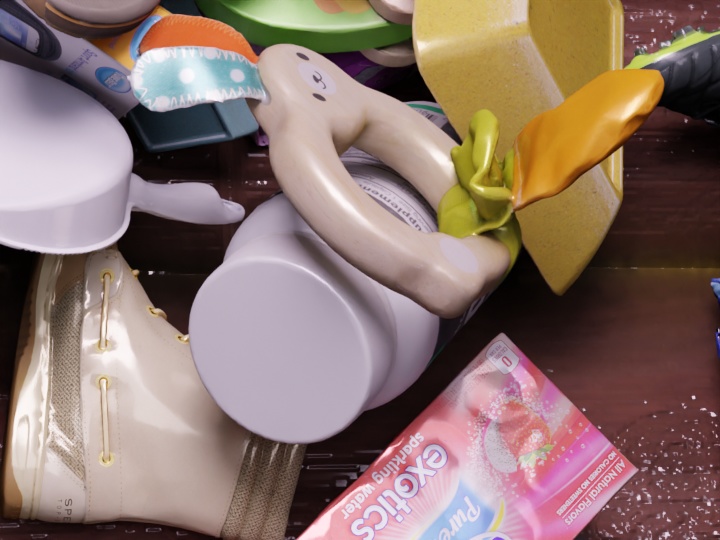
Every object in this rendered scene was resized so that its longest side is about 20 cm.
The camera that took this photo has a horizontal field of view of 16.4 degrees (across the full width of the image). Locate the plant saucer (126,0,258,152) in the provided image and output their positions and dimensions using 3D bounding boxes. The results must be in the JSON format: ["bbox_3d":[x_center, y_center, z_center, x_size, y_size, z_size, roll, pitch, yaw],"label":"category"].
[{"bbox_3d":[-0.122,-0.140,1.259,0.201,0.069,0.019,62,37,-32],"label":"plant saucer"}]

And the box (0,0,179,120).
[{"bbox_3d":[-0.165,-0.133,1.206,0.199,0.119,0.042,36,74,-11],"label":"box"}]

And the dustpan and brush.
[{"bbox_3d":[-0.135,-0.048,1.203,0.199,0.058,0.140,0,38,-33],"label":"dustpan and brush"}]

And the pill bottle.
[{"bbox_3d":[0.000,0.000,1.225,0.113,0.113,0.200,40,33,4],"label":"pill bottle"}]

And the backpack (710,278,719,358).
[{"bbox_3d":[0.270,0.002,1.305,0.181,0.135,0.202,-7,81,-13],"label":"backpack"}]

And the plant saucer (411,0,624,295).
[{"bbox_3d":[0.090,-0.124,1.271,0.048,0.200,0.201,-12,49,22],"label":"plant saucer"}]

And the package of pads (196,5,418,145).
[{"bbox_3d":[-0.052,-0.180,1.343,0.120,0.076,0.201,-26,79,-19],"label":"package of pads"}]

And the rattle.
[{"bbox_3d":[0.008,-0.086,1.113,0.200,0.143,0.130,45,46,6],"label":"rattle"}]

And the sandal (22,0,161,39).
[{"bbox_3d":[-0.094,-0.161,1.154,0.082,0.055,0.199,49,38,16],"label":"sandal"}]

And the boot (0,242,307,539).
[{"bbox_3d":[-0.095,0.037,1.260,0.154,0.073,0.202,10,71,-8],"label":"boot"}]

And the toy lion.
[{"bbox_3d":[-0.055,-0.207,1.281,0.190,0.069,0.202,-1,69,-9],"label":"toy lion"}]

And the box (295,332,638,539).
[{"bbox_3d":[0.030,0.142,1.238,0.103,0.095,0.200,45,69,5],"label":"box"}]

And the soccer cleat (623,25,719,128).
[{"bbox_3d":[0.222,-0.095,1.350,0.199,0.067,0.082,-6,79,-41],"label":"soccer cleat"}]
